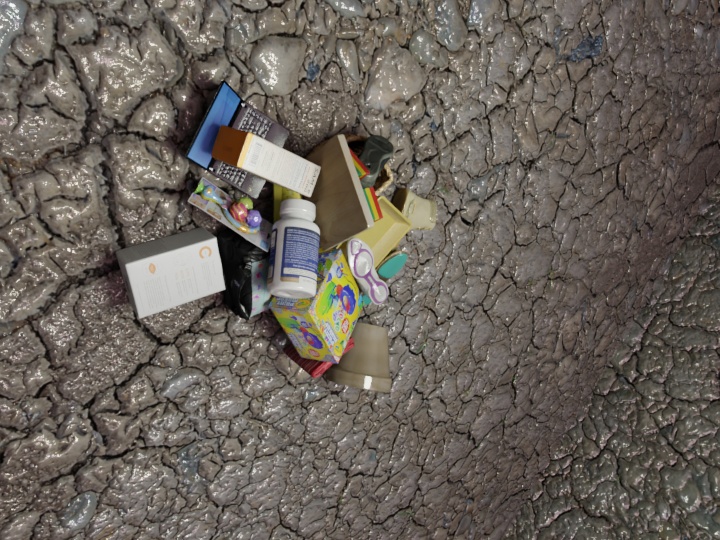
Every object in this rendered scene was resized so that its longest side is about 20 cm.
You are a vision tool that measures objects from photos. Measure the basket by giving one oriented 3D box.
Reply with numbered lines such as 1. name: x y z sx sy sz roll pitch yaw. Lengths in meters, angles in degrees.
1. basket: -0.039 -0.245 1.353 0.198 0.148 0.145 -37 127 -19

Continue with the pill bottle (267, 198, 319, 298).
1. pill bottle: -0.146 -0.048 1.210 0.109 0.109 0.206 15 72 -40

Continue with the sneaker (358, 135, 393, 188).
1. sneaker: 0.016 -0.244 1.304 0.075 0.115 0.202 30 44 -6

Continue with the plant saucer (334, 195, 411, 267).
1. plant saucer: 0.023 -0.096 1.441 0.201 0.049 0.199 -48 146 8

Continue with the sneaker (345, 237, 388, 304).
1. sneaker: 0.000 0.000 1.417 0.074 0.099 0.203 -35 123 -17

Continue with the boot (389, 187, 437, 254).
1. boot: 0.143 -0.125 1.597 0.153 0.072 0.206 11 98 -41

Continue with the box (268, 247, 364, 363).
1. box: -0.101 0.084 1.349 0.195 0.119 0.202 -64 144 -35

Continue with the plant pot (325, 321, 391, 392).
1. plant pot: 0.008 0.244 1.578 0.197 0.197 0.179 17 81 -40

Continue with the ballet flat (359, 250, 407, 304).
1. ballet flat: 0.054 0.007 1.555 0.070 0.066 0.200 32 107 -37

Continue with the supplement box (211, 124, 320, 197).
1. supplement box: -0.199 -0.232 1.163 0.197 0.125 0.075 18 96 -46

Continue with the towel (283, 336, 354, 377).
1. towel: -0.112 0.203 1.440 0.144 0.199 0.023 -39 118 -18

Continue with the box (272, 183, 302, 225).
1. box: -0.174 -0.142 1.309 0.073 0.050 0.207 0 94 -13

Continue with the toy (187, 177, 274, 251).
1. toy: -0.269 -0.135 1.195 0.197 0.116 0.047 31 120 -17

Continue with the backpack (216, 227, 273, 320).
1. backpack: -0.262 0.013 1.283 0.125 0.165 0.205 -22 126 -34

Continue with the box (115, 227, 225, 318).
1. box: -0.412 0.000 1.193 0.196 0.097 0.128 -20 119 -30

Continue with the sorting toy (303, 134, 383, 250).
1. sorting toy: -0.043 -0.171 1.213 0.068 0.198 0.204 -18 89 -35

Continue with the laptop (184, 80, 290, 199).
1. laptop: -0.262 -0.278 1.192 0.197 0.103 0.181 28 90 -28
